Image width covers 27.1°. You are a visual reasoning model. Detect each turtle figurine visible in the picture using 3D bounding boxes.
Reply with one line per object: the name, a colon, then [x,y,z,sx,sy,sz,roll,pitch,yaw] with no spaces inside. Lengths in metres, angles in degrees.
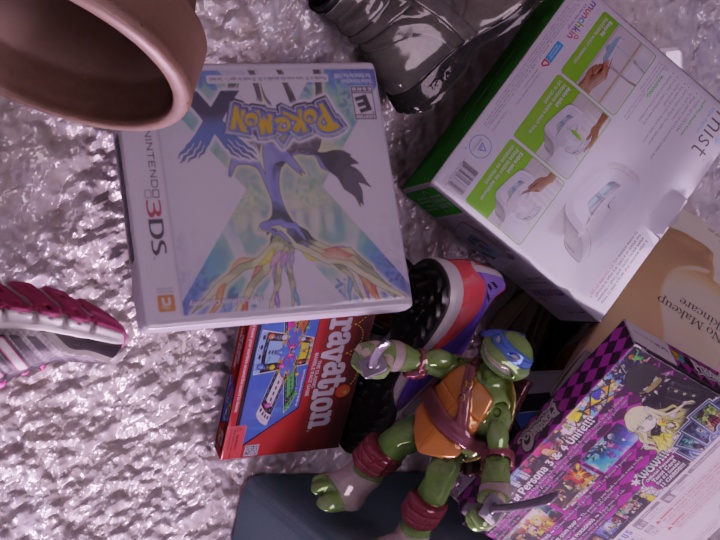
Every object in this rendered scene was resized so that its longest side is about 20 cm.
turtle figurine: [0.037,0.127,1.055,0.143,0.200,0.194,31,118,-8]

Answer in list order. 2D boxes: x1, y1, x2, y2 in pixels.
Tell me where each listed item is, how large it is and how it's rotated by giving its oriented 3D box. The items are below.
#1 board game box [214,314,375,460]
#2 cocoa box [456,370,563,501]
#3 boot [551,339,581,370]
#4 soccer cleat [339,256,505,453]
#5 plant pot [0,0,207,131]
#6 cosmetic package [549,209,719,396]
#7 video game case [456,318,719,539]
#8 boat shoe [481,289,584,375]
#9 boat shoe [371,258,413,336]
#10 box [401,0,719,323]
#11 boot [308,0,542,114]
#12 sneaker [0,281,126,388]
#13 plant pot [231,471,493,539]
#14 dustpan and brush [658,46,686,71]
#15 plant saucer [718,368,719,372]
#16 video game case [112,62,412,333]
board game box: [-0.044,0.056,1.119,0.102,0.019,0.201,-4,126,-27]
cocoa box: [0.166,0.200,1.253,0.133,0.131,0.201,-1,124,-18]
boot: [0.200,0.159,1.360,0.144,0.071,0.202,-29,116,-20]
soccer cleat: [0.042,0.071,1.161,0.073,0.068,0.200,0,134,-37]
plant pot: [-0.165,-0.204,0.893,0.200,0.200,0.176,36,66,-39]
cosmetic package: [0.244,0.046,1.209,0.200,0.105,0.071,-54,173,-41]
video game case: [0.202,0.149,1.114,0.181,0.036,0.200,27,118,-24]
boat shoe: [0.190,0.015,1.291,0.200,0.072,0.072,-47,128,-14]
boat shoe: [0.000,0.000,1.152,0.200,0.062,0.071,39,80,-40]
box: [0.166,-0.090,1.175,0.176,0.097,0.200,37,81,-10]
boot: [0.061,-0.225,1.118,0.200,0.068,0.131,-48,122,-15]
sneaker: [-0.252,0.058,0.979,0.199,0.074,0.088,1,105,-32]
plant pot: [0.018,0.289,1.180,0.195,0.200,0.198,5,103,-37]
dustpan and brush: [0.191,-0.106,1.252,0.199,0.057,0.141,-8,105,-7]
plant saucer: [0.305,0.091,1.336,0.199,0.051,0.202,2,85,-26]
video game case: [-0.068,-0.055,1.033,0.199,0.022,0.184,-4,79,-26]
